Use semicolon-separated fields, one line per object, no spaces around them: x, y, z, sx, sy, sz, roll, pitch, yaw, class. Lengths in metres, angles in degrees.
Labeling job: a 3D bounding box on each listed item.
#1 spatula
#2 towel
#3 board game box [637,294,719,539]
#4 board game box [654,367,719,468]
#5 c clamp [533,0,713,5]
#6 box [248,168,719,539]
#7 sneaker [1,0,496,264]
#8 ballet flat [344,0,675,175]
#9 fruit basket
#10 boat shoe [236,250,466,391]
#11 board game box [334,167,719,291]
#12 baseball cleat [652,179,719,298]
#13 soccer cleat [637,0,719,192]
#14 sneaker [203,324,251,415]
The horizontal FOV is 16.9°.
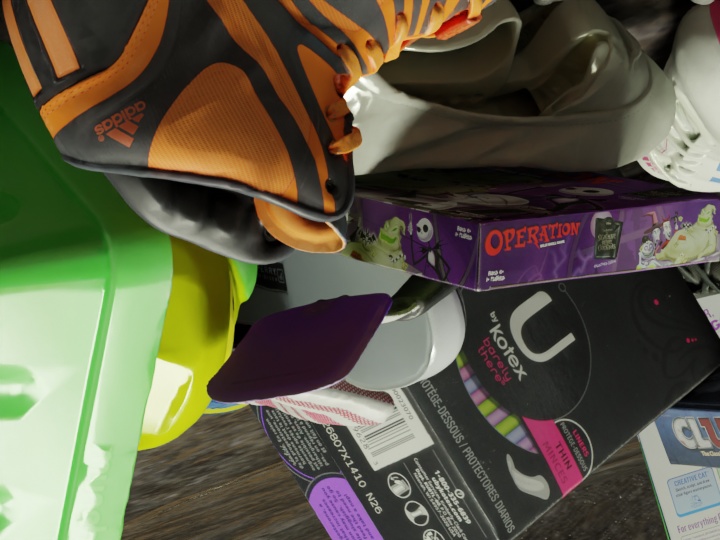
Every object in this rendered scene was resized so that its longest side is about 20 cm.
0.007;0.012;0.852;0.056;0.021;0.200;-11;-173;26;spatula
-0.098;0.044;1.055;0.146;0.030;0.200;14;174;-37;towel
0.219;0.049;1.326;0.153;0.200;0.040;-19;169;21;board game box
0.252;0.053;1.156;0.135;0.035;0.200;-29;-165;-30;board game box
0.177;-0.134;0.815;0.171;0.027;0.200;-11;167;-29;c clamp
0.063;0.047;1.159;0.200;0.122;0.106;-34;-175;-43;box
-0.004;-0.061;0.704;0.200;0.112;0.078;-11;168;-23;sneaker
0.054;-0.072;0.883;0.200;0.070;0.069;-6;166;-37;ballet flat
-0.101;0.033;0.795;0.215;0.156;0.216;-20;131;-24;fruit basket
0.000;0.003;1.018;0.068;0.074;0.199;-14;-171;-27;boat shoe
0.023;-0.026;0.911;0.120;0.032;0.200;-2;-170;-39;board game box
0.201;-0.014;1.251;0.200;0.107;0.070;-25;126;11;baseball cleat
0.150;-0.062;1.016;0.086;0.070;0.200;-22;168;17;soccer cleat
-0.122;0.042;1.200;0.200;0.066;0.078;-10;156;-30;sneaker
